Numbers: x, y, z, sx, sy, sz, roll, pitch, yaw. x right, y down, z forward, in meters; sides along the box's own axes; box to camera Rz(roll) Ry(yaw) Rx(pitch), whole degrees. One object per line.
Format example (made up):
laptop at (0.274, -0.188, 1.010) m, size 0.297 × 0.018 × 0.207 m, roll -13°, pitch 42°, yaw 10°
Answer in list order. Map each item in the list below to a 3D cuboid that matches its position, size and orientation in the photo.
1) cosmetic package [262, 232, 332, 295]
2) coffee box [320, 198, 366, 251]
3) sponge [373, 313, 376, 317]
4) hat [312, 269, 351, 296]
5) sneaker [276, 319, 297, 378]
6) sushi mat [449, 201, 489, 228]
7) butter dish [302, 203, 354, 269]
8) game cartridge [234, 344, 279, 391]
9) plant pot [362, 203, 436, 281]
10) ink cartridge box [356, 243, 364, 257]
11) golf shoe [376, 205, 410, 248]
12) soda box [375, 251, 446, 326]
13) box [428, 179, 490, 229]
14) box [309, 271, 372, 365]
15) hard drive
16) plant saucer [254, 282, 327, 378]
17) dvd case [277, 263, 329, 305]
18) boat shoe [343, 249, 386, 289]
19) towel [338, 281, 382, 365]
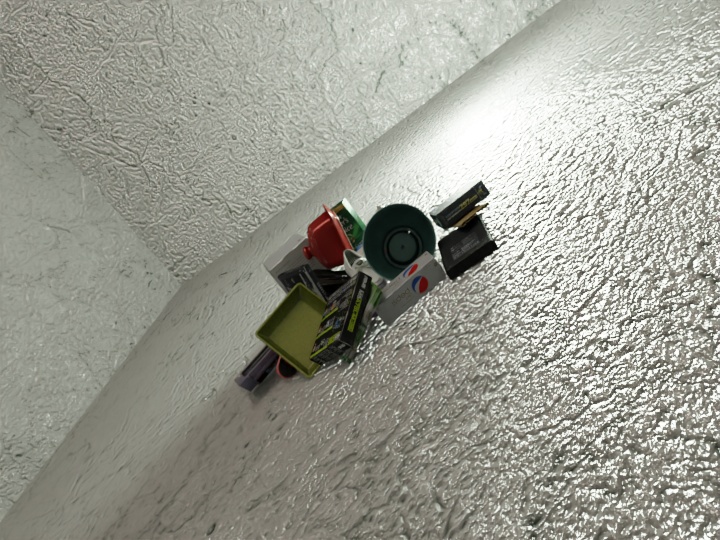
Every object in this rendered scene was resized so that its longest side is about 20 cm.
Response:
cosmetic package at (-0.198, 0.009, 2.012) m, size 0.167 × 0.202 × 0.166 m, roll -40°, pitch 18°, yaw -8°
coffee box at (-0.040, -0.124, 2.001) m, size 0.121 × 0.202 × 0.044 m, roll -29°, pitch 19°, yaw 28°
sponge at (0.019, 0.081, 1.683) m, size 0.110 × 0.030 × 0.201 m, roll -36°, pitch 18°, yaw 14°
hat at (-0.084, 0.051, 1.793) m, size 0.194 × 0.084 × 0.201 m, roll -2°, pitch 12°, yaw 0°
sneaker at (-0.190, 0.207, 1.709) m, size 0.204 × 0.073 × 0.086 m, roll -63°, pitch 16°, yaw -20°
sushi mat at (0.283, -0.145, 1.618) m, size 0.095 × 0.012 × 0.200 m, roll -38°, pitch 4°, yaw -2°
butter dish at (-0.112, -0.084, 1.877) m, size 0.145 × 0.204 × 0.200 m, roll -27°, pitch 16°, yaw -2°
game cartridge at (-0.270, 0.259, 1.735) m, size 0.201 × 0.038 × 0.130 m, roll -48°, pitch -21°, yaw -10°
plant pot at (0.111, -0.068, 1.630) m, size 0.199 × 0.202 × 0.134 m, roll -38°, pitch -9°, yaw 5°
ink cartridge box at (0.050, -0.046, 1.853) m, size 0.115 × 0.068 × 0.201 m, roll -37°, pitch 19°, yaw 14°
golf shoe at (0.119, -0.135, 1.739) m, size 0.095 × 0.199 × 0.080 m, roll -17°, pitch 58°, yaw 27°
soda box at (0.118, 0.045, 1.512) m, size 0.199 × 0.064 × 0.068 m, roll -41°, pitch 18°, yaw 1°
box at (0.273, -0.186, 1.690) m, size 0.156 × 0.051 × 0.200 m, roll -38°, pitch 6°, yaw 5°
box at (-0.052, 0.125, 1.533) m, size 0.200 × 0.047 × 0.198 m, roll -40°, pitch 31°, yaw 55°
hard drive at (0.265, -0.064, 1.517) m, size 0.138 × 0.033 × 0.201 m, roll -36°, pitch 19°, yaw 15°
plant saucer at (-0.154, 0.167, 1.640) m, size 0.201 × 0.198 × 0.048 m, roll -49°, pitch -14°, yaw -26°
dvd case at (-0.144, 0.084, 1.728) m, size 0.149 × 0.203 × 0.025 m, roll -16°, pitch 20°, yaw 49°
boat shoe at (0.000, 0.000, 1.687) m, size 0.073 × 0.068 × 0.199 m, roll -33°, pitch 33°, yaw -18°
towel at (-0.012, 0.122, 1.526) m, size 0.204 × 0.030 × 0.149 m, roll -65°, pitch 17°, yaw 5°
